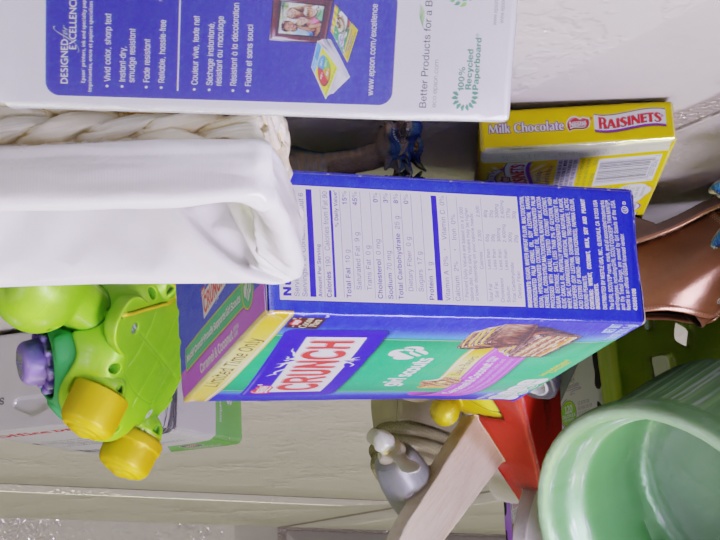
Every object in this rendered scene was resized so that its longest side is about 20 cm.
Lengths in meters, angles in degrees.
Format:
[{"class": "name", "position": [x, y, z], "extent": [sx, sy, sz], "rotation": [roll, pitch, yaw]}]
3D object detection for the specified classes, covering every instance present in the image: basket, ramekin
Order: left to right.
[{"class": "basket", "position": [-0.123, -0.066, 0.696], "extent": [0.198, 0.125, 0.136], "rotation": [-1, 167, 3]}, {"class": "ramekin", "position": [0.213, 0.152, 1.065], "extent": [0.097, 0.202, 0.199], "rotation": [-30, -171, -39]}]

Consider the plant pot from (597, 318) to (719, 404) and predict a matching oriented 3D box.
[{"class": "plant pot", "position": [0.295, 0.079, 1.203], "extent": [0.180, 0.202, 0.198], "rotation": [-1, 170, -44]}]

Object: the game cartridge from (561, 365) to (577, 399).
[{"class": "game cartridge", "position": [0.104, 0.084, 1.345], "extent": [0.041, 0.134, 0.200], "rotation": [30, 159, -16]}]

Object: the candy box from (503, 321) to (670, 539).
[{"class": "candy box", "position": [0.175, 0.129, 1.382], "extent": [0.071, 0.202, 0.168], "rotation": [3, 167, -23]}]

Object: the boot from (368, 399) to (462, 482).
[{"class": "boot", "position": [0.051, 0.084, 1.278], "extent": [0.072, 0.157, 0.200], "rotation": [-4, 166, 14]}]

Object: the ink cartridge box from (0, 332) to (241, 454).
[{"class": "ink cartridge box", "position": [-0.214, 0.105, 1.509], "extent": [0.144, 0.085, 0.200], "rotation": [-8, 165, 28]}]

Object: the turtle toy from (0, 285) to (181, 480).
[{"class": "turtle toy", "position": [-0.170, 0.037, 1.147], "extent": [0.100, 0.147, 0.200], "rotation": [18, 160, 20]}]

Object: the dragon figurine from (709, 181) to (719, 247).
[{"class": "dragon figurine", "position": [0.233, -0.008, 0.936], "extent": [0.058, 0.100, 0.201], "rotation": [-21, 148, -9]}]

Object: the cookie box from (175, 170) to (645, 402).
[{"class": "cookie box", "position": [0.019, 0.014, 0.917], "extent": [0.198, 0.076, 0.171], "rotation": [2, 162, -19]}]

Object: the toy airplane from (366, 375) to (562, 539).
[{"class": "toy airplane", "position": [0.082, 0.084, 1.147], "extent": [0.140, 0.201, 0.200], "rotation": [17, -173, 25]}]

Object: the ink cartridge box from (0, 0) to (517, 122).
[{"class": "ink cartridge box", "position": [-0.045, -0.103, 0.591], "extent": [0.198, 0.101, 0.039], "rotation": [2, -164, -9]}]

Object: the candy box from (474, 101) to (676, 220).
[{"class": "candy box", "position": [0.114, -0.050, 0.994], "extent": [0.101, 0.027, 0.200], "rotation": [-1, 167, 2]}]

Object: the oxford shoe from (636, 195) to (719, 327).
[{"class": "oxford shoe", "position": [0.212, -0.007, 1.045], "extent": [0.198, 0.072, 0.071], "rotation": [-20, 165, 5]}]

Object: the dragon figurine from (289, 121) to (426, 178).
[{"class": "dragon figurine", "position": [-0.032, -0.037, 0.970], "extent": [0.098, 0.060, 0.200], "rotation": [5, 164, -23]}]
